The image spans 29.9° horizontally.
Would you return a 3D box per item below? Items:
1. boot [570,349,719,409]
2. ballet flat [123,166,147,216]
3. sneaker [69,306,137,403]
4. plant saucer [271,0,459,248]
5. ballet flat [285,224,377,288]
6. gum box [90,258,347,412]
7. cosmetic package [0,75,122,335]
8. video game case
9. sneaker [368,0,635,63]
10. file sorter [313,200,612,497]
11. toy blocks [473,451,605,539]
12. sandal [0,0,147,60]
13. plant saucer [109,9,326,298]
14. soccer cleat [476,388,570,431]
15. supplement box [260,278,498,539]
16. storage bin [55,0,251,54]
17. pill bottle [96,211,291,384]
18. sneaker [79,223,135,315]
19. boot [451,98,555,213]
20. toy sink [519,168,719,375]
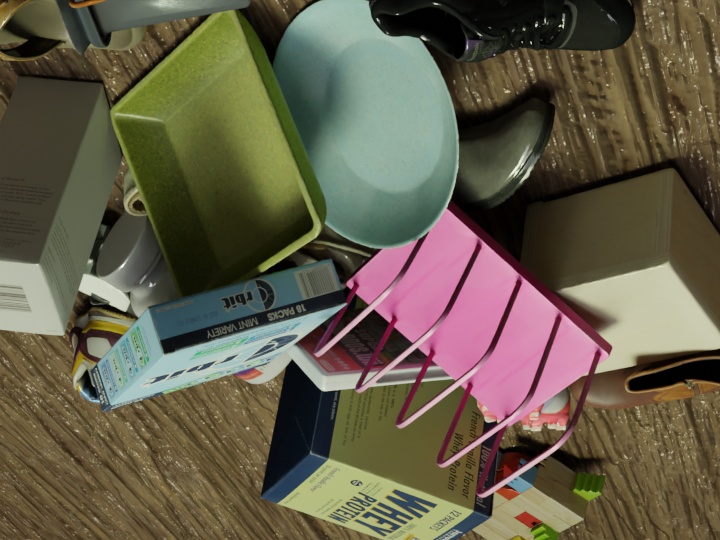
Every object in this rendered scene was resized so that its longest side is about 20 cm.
[{"bbox_3d":[0.273,0.106,1.262,0.186,0.069,0.200,-4,-179,20],"label":"boot"},{"bbox_3d":[-0.123,-0.074,1.219,0.197,0.063,0.068,-3,144,19],"label":"ballet flat"},{"bbox_3d":[-0.285,0.099,1.453,0.074,0.091,0.200,17,164,-10],"label":"sneaker"},{"bbox_3d":[0.010,-0.120,1.071,0.200,0.039,0.203,21,123,37],"label":"plant saucer"},{"bbox_3d":[0.000,0.000,1.275,0.198,0.063,0.067,23,144,-17],"label":"ballet flat"},{"bbox_3d":[-0.127,0.058,1.159,0.168,0.045,0.200,-16,168,-28],"label":"gum box"},{"bbox_3d":[-0.275,-0.058,1.162,0.084,0.202,0.108,5,143,6],"label":"cosmetic package"},{"bbox_3d":[0.027,0.068,1.267,0.198,0.143,0.018,-3,112,-25],"label":"video game case"},{"bbox_3d":[0.101,-0.179,0.983,0.197,0.088,0.076,13,145,-3],"label":"sneaker"},{"bbox_3d":[0.081,0.070,1.122,0.200,0.126,0.139,41,132,-8],"label":"file sorter"},{"bbox_3d":[0.175,0.264,1.603,0.136,0.101,0.200,33,142,-11],"label":"toy blocks"},{"bbox_3d":[-0.272,-0.199,1.091,0.197,0.055,0.081,6,145,8],"label":"sandal"},{"bbox_3d":[-0.111,-0.090,1.127,0.048,0.202,0.199,-15,169,-44],"label":"plant saucer"},{"bbox_3d":[0.162,0.114,1.335,0.066,0.078,0.200,-8,164,24],"label":"soccer cleat"},{"bbox_3d":[0.027,0.153,1.375,0.198,0.202,0.134,21,146,-17],"label":"supplement box"},{"bbox_3d":[-0.149,-0.252,0.922,0.132,0.147,0.201,-5,144,5],"label":"storage bin"},{"bbox_3d":[-0.154,0.019,1.317,0.199,0.112,0.111,34,140,-30],"label":"pill bottle"},{"bbox_3d":[-0.257,-0.004,1.362,0.199,0.075,0.088,36,156,-33],"label":"sneaker"},{"bbox_3d":[0.059,-0.102,1.128,0.130,0.068,0.200,31,140,-20],"label":"boot"},{"bbox_3d":[0.211,0.007,1.196,0.198,0.113,0.130,-16,136,33],"label":"toy sink"}]
